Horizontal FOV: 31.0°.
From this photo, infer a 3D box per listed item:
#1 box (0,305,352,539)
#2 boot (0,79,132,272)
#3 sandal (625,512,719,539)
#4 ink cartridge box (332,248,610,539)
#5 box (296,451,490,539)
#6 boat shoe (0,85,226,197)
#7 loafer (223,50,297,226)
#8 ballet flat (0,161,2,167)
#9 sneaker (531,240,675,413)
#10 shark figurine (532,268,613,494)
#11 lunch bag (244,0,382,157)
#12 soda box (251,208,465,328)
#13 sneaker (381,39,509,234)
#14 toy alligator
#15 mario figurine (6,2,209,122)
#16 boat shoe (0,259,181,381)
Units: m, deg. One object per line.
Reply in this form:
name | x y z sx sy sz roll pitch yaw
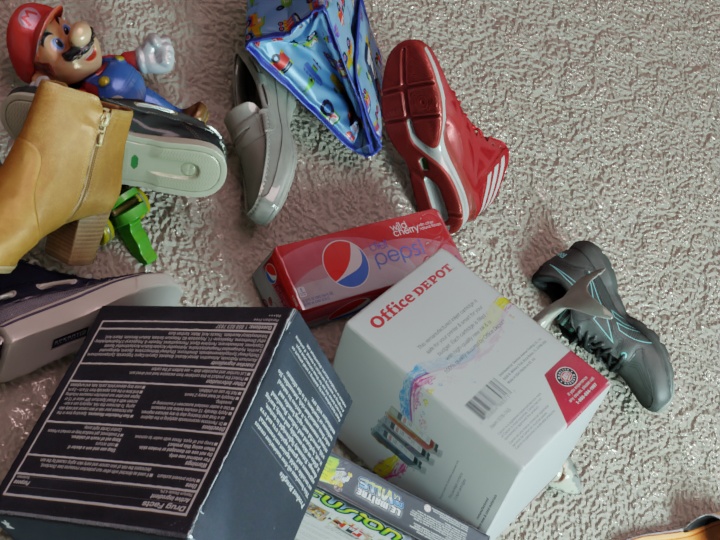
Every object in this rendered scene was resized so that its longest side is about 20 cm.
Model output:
box | -0.141 0.141 0.991 0.124 0.198 0.200 60 42 -39
boot | -0.264 -0.077 1.010 0.070 0.146 0.200 20 13 30
sandal | 0.345 0.282 1.285 0.204 0.059 0.080 -3 66 -31
ink cartridge box | 0.085 0.114 1.151 0.200 0.146 0.145 40 49 19
box | -0.001 0.212 1.100 0.198 0.110 0.035 30 53 -12
boat shoe | -0.213 -0.119 1.133 0.197 0.072 0.068 14 38 -14
loafer | -0.102 -0.132 1.263 0.069 0.070 0.202 19 47 -25
ballet flat | -0.366 -0.113 1.105 0.199 0.073 0.073 39 52 -5
sneaker | 0.252 0.067 1.357 0.078 0.076 0.201 -20 67 -24
shark figurine | 0.170 0.099 1.267 0.126 0.218 0.090 10 13 9
lunch bag | -0.029 -0.220 1.316 0.200 0.093 0.152 53 25 -41
soda box | 0.000 0.000 1.249 0.198 0.063 0.071 -16 72 -34
sneaker | 0.091 -0.149 1.360 0.115 0.078 0.203 -29 112 -48
toy alligator | -0.246 -0.092 1.168 0.201 0.054 0.059 50 52 4
mario figurine | -0.231 -0.178 1.188 0.199 0.106 0.124 34 13 -17
boat shoe | -0.250 0.020 1.097 0.199 0.075 0.093 -18 56 -46
